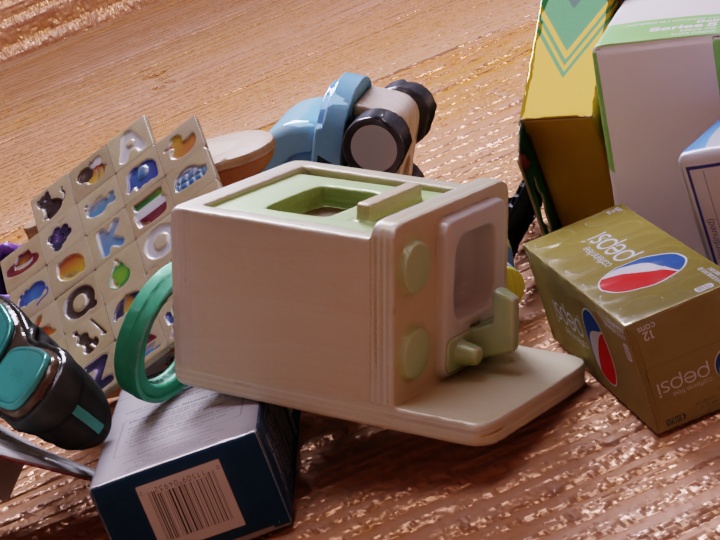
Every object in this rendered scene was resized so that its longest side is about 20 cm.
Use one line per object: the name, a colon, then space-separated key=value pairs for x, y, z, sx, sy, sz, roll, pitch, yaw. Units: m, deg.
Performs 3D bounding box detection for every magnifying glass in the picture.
magnifying glass: x=-0.077 y=0.008 z=1.276 sx=0.022 sy=0.080 sz=0.200 roll=21 pitch=39 yaw=23

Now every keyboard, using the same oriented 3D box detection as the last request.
keyboard: x=0.108 y=-0.063 z=1.472 sx=0.039 sy=0.105 sz=0.200 roll=25 pitch=27 yaw=7

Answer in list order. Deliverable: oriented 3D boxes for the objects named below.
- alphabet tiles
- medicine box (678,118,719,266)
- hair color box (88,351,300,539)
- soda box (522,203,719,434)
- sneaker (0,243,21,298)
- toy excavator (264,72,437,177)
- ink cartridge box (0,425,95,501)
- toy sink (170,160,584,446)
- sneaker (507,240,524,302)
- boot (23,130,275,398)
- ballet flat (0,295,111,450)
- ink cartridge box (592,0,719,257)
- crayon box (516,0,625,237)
alphabet tiles: x=-0.153 y=-0.009 z=1.376 sx=0.166 sy=0.006 sz=0.200 roll=-36 pitch=43 yaw=13
medicine box: x=0.311 y=-0.065 z=1.221 sx=0.199 sy=0.103 sz=0.182 roll=-7 pitch=21 yaw=38
hair color box: x=-0.090 y=0.098 z=1.259 sx=0.099 sy=0.061 sz=0.200 roll=-19 pitch=16 yaw=6
soda box: x=0.152 y=0.022 z=1.201 sx=0.067 sy=0.064 sz=0.200 roll=-21 pitch=15 yaw=-6
sneaker: x=-0.235 y=0.005 z=1.656 sx=0.080 sy=0.084 sz=0.200 roll=-27 pitch=11 yaw=30
toy excavator: x=-0.057 y=-0.063 z=1.648 sx=0.199 sy=0.196 sz=0.100 roll=14 pitch=26 yaw=12
ink cartridge box: x=-0.245 y=0.100 z=1.252 sx=0.176 sy=0.045 sz=0.200 roll=23 pitch=-3 yaw=25
toy sink: x=0.013 y=0.009 z=1.204 sx=0.199 sy=0.113 sz=0.130 roll=11 pitch=20 yaw=31
sneaker: x=0.000 y=0.000 z=1.370 sx=0.199 sy=0.074 sz=0.083 roll=-7 pitch=56 yaw=-1
boot: x=-0.116 y=0.001 z=1.456 sx=0.200 sy=0.145 sz=0.071 roll=-21 pitch=16 yaw=22
ballet flat: x=-0.197 y=0.068 z=1.291 sx=0.068 sy=0.068 sz=0.200 roll=-55 pitch=27 yaw=-3
ink cartridge box: x=0.212 y=-0.104 z=1.376 sx=0.084 sy=0.146 sz=0.200 roll=-5 pitch=20 yaw=20
crayon box: x=0.146 y=-0.104 z=1.394 sx=0.050 sy=0.127 sz=0.201 roll=-2 pitch=51 yaw=19
